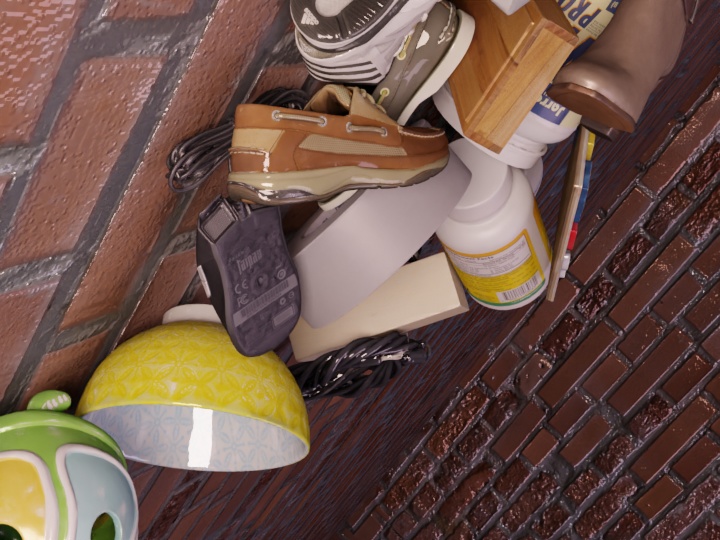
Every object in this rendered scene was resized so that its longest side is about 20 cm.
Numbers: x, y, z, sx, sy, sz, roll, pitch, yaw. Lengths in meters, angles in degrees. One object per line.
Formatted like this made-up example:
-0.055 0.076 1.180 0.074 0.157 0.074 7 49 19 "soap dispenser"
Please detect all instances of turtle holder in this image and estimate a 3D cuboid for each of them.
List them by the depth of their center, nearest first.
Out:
-0.231 0.169 0.659 0.139 0.132 0.188 -19 132 -16 "turtle holder"

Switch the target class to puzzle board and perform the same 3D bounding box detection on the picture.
0.219 -0.083 0.959 0.201 0.017 0.153 86 16 -57 "puzzle board"

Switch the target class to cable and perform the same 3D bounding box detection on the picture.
-0.024 0.120 1.070 0.198 0.052 0.162 -23 168 33 "cable"

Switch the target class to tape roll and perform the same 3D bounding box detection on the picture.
0.006 -0.042 0.835 0.200 0.066 0.201 -43 -170 9 "tape roll"

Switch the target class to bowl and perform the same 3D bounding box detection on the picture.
-0.136 0.094 0.795 0.201 0.196 0.110 100 -5 -65 "bowl"

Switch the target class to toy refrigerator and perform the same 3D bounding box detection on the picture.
0.017 0.041 1.066 0.197 0.071 0.076 -20 170 13 "toy refrigerator"

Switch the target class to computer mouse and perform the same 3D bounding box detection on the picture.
-0.074 -0.041 0.708 0.140 0.046 0.202 -39 135 -27 "computer mouse"

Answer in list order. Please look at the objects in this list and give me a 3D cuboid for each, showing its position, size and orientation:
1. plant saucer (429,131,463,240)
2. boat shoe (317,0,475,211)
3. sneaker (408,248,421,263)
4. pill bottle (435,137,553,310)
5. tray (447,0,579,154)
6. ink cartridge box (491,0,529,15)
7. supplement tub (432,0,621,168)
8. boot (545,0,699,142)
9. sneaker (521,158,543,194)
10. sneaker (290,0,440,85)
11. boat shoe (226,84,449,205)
0.123 -0.129 1.107 0.201 0.034 0.201 -53 170 -13 "plant saucer"
0.009 -0.137 0.758 0.202 0.060 0.073 -51 -154 25 "boat shoe"
0.052 -0.069 1.037 0.088 0.075 0.200 -58 171 -6 "sneaker"
0.137 -0.050 0.999 0.113 0.113 0.200 -45 145 -6 "pill bottle"
0.104 -0.185 0.726 0.099 0.037 0.201 -56 -159 29 "tray"
0.096 -0.274 0.482 0.145 0.144 0.201 -39 163 -30 "ink cartridge box"
0.168 -0.211 0.852 0.201 0.145 0.144 -56 163 28 "supplement tub"
0.204 -0.178 0.693 0.148 0.069 0.200 -64 165 8 "boot"
0.180 -0.104 1.156 0.200 0.073 0.071 -48 174 -38 "sneaker"
0.033 -0.206 0.658 0.199 0.076 0.115 -37 172 -11 "sneaker"
-0.009 -0.094 0.658 0.198 0.075 0.075 -15 105 -46 "boat shoe"
